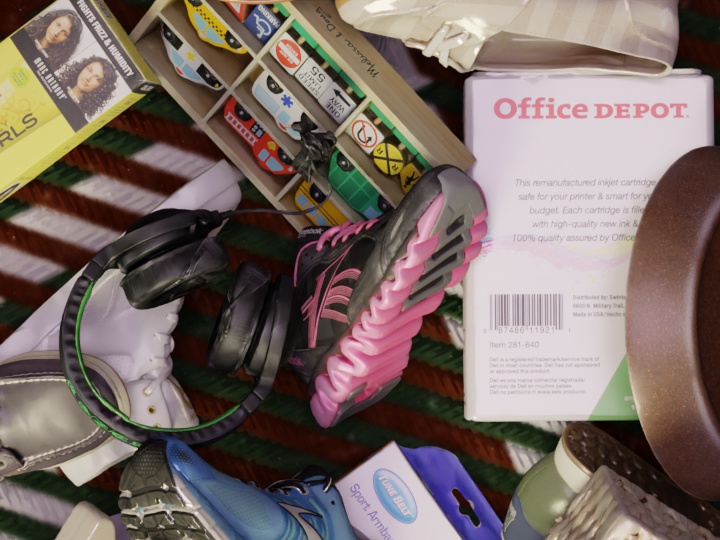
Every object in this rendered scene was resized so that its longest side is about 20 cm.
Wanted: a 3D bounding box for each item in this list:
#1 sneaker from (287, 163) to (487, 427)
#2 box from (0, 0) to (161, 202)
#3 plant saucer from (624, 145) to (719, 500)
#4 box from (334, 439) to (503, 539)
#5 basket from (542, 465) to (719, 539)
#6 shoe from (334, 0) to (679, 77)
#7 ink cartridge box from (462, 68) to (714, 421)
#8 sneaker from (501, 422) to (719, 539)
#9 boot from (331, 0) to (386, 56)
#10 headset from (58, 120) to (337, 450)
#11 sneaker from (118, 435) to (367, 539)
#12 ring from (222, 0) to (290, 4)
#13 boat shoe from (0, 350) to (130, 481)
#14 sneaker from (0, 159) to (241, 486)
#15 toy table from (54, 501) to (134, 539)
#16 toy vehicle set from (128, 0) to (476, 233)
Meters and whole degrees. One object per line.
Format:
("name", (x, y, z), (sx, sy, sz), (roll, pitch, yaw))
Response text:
("sneaker", (0.000, 0.000, 1.553), (0.096, 0.079, 0.200), (50, 134, 20))
("box", (-0.219, -0.082, 1.598), (0.199, 0.050, 0.076), (-35, 87, 7))
("plant saucer", (0.214, 0.029, 1.535), (0.034, 0.200, 0.202), (-2, 88, 37))
("box", (-0.008, 0.192, 1.602), (0.199, 0.041, 0.119), (-36, 88, 2))
("basket", (0.131, 0.223, 1.488), (0.123, 0.136, 0.201), (35, 97, -6))
("shoe", (0.085, -0.139, 1.519), (0.198, 0.070, 0.054), (1, 75, -9))
("ink cartridge box", (0.131, -0.013, 1.584), (0.143, 0.084, 0.202), (0, 88, 1))
("sneaker", (0.170, 0.177, 1.594), (0.200, 0.067, 0.090), (37, 118, -12))
("boot", (-0.053, -0.201, 1.581), (0.074, 0.096, 0.200), (-42, 88, -18))
("headset", (-0.081, 0.006, 1.509), (0.123, 0.094, 0.200), (38, 72, 0))
("sneaker", (-0.057, 0.142, 1.522), (0.200, 0.078, 0.090), (42, 61, -39))
("ring", (-0.061, -0.243, 1.533), (0.199, 0.019, 0.202), (1, 74, -4))
("boat shoe", (-0.226, 0.095, 1.561), (0.199, 0.065, 0.072), (-8, 107, 25))
("sneaker", (-0.120, 0.037, 1.597), (0.200, 0.074, 0.116), (-43, 90, 9))
("toy table", (-0.174, 0.225, 1.542), (0.183, 0.117, 0.201), (19, 86, 27))
("toy vehicle set", (-0.037, -0.099, 1.578), (0.200, 0.124, 0.026), (47, 46, 3))
